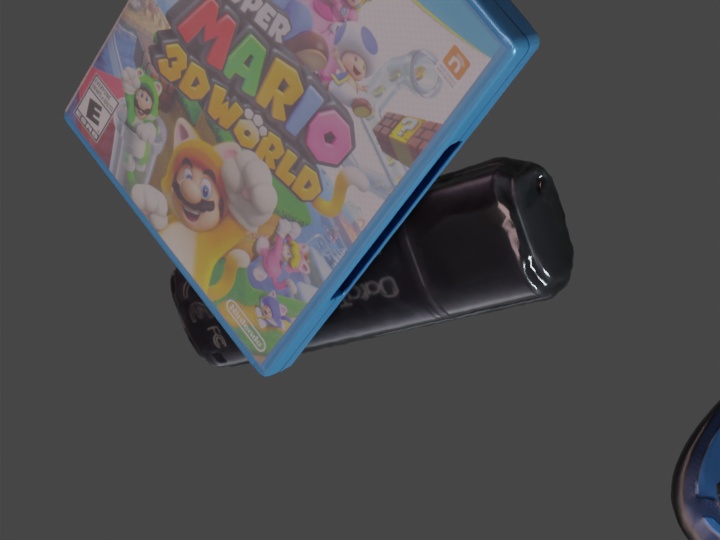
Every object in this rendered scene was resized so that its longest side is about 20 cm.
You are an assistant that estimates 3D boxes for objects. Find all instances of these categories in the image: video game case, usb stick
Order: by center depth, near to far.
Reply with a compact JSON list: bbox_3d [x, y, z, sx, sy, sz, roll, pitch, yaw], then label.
[{"bbox_3d":[-0.031,-0.071,0.829,0.143,0.018,0.200,52,133,15],"label":"video game case"},{"bbox_3d":[0.000,0.000,0.866,0.200,0.033,0.056,-15,99,44],"label":"usb stick"}]

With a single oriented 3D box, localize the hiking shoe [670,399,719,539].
[{"bbox_3d":[0.162,0.046,0.690,0.200,0.087,0.075,-34,78,43],"label":"hiking shoe"}]
